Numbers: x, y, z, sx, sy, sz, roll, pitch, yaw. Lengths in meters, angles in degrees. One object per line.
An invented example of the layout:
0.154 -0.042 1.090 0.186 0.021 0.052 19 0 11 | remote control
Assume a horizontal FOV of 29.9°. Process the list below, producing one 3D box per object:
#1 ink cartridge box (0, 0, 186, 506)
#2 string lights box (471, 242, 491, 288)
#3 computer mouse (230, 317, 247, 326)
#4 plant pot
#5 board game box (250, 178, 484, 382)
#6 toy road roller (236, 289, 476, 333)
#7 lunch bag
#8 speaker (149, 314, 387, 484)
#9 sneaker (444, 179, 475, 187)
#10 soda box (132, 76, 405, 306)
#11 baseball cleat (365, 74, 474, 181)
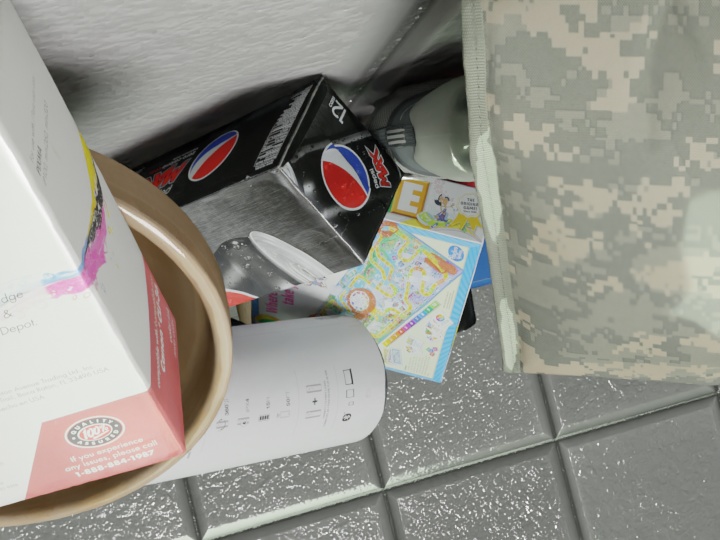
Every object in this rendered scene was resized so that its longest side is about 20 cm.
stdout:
-0.139 -0.010 0.412 0.115 0.068 0.201 -15 137 3 | ink cartridge box
0.070 -0.038 0.969 0.198 0.104 0.059 -11 174 -38 | string lights box
-0.140 0.057 0.853 0.197 0.053 0.138 -3 166 -24 | computer mouse
-0.151 0.007 0.538 0.198 0.093 0.202 -5 135 -5 | plant pot
0.000 0.000 0.817 0.133 0.035 0.201 14 153 3 | board game box
-0.007 -0.004 1.076 0.197 0.125 0.146 -12 -170 -8 | toy road roller
0.129 -0.051 0.524 0.162 0.119 0.201 4 141 15 | lunch bag
-0.079 0.073 0.768 0.198 0.082 0.081 -5 171 -45 | speaker
0.111 -0.072 0.828 0.197 0.080 0.096 -14 178 -10 | sneaker
-0.075 -0.025 0.696 0.199 0.071 0.064 -18 -144 43 | soda box
0.078 -0.086 0.729 0.106 0.071 0.199 4 -173 42 | baseball cleat
